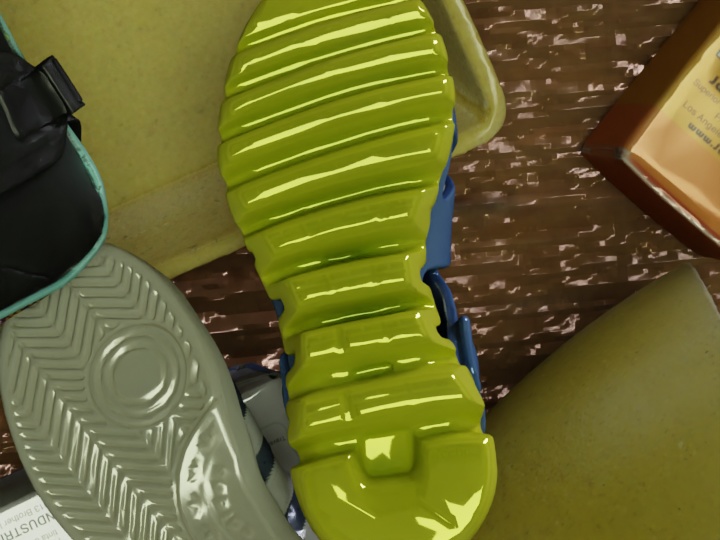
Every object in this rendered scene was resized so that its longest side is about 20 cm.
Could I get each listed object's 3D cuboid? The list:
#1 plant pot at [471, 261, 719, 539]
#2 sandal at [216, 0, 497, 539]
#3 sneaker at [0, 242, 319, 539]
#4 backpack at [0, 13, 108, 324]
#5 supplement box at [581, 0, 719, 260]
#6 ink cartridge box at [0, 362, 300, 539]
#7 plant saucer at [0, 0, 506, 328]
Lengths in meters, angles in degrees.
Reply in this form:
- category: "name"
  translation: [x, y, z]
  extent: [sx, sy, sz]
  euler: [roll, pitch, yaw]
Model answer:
- category: "plant pot"
  translation: [0.087, 0.118, 0.969]
  extent: [0.141, 0.200, 0.201]
  euler: [-24, 97, 4]
- category: "sandal"
  translation: [0.000, 0.000, 0.919]
  extent: [0.079, 0.087, 0.201]
  euler: [-5, 79, 4]
- category: "sneaker"
  translation: [-0.049, 0.083, 0.928]
  extent: [0.075, 0.085, 0.201]
  euler: [-31, 73, 3]
- category: "backpack"
  translation: [-0.206, -0.030, 0.875]
  extent: [0.200, 0.153, 0.177]
  euler: [-42, 117, -36]
- category: "supplement box"
  translation: [0.169, -0.099, 1.024]
  extent: [0.069, 0.067, 0.200]
  euler: [38, 88, -10]
- category: "ink cartridge box"
  translation: [-0.053, 0.151, 0.997]
  extent: [0.136, 0.076, 0.201]
  euler: [-25, 95, -7]
- category: "plant saucer"
  translation: [-0.074, -0.103, 0.973]
  extent: [0.199, 0.048, 0.201]
  euler: [-23, 96, 11]
